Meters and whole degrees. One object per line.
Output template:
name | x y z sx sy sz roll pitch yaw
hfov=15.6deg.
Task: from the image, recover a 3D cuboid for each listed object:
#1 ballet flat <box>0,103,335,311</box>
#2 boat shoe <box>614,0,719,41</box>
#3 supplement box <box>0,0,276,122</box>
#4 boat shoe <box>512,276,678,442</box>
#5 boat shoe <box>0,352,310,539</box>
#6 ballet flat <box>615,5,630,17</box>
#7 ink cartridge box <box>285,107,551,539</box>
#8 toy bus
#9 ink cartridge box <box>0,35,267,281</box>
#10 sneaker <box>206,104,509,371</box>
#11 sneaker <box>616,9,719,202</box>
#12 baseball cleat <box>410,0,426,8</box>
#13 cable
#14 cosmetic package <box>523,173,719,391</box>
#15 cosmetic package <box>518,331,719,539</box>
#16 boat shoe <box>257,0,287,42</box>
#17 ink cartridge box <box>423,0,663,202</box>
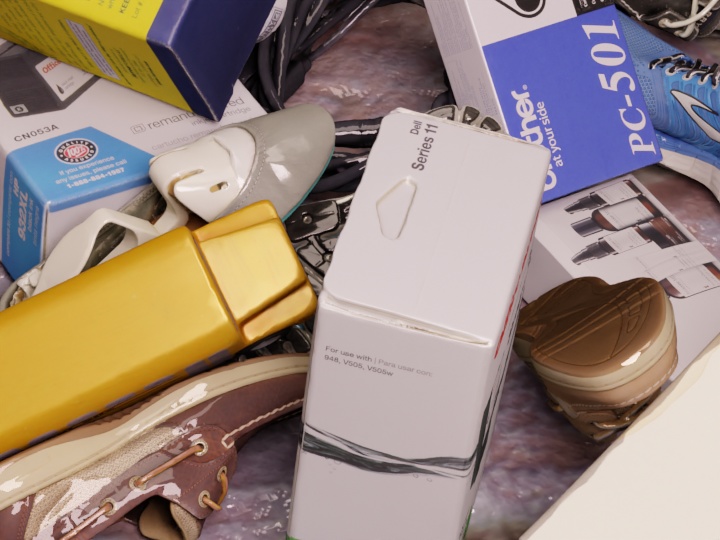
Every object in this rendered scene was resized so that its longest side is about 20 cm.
ballet flat | -0.099 -0.022 1.320 0.200 0.064 0.067 -41 47 2
boat shoe | 0.192 -0.172 1.540 0.200 0.071 0.064 -1 54 -51
supplement box | -0.149 -0.174 1.357 0.200 0.110 0.109 22 78 16
boat shoe | 0.122 0.046 1.274 0.071 0.065 0.200 -30 7 -2
boat shoe | -0.097 0.101 1.266 0.200 0.072 0.072 -21 81 -29
ballet flat | 0.120 -0.123 1.545 0.067 0.046 0.200 35 47 -16
ink cartridge box | 0.025 0.048 1.231 0.083 0.200 0.147 13 44 6
toy bus | -0.121 0.033 1.257 0.200 0.078 0.065 -26 83 -1
ink cartridge box | -0.154 -0.085 1.431 0.145 0.084 0.200 -19 49 -26
sneaker | 0.000 0.000 1.374 0.200 0.090 0.078 -33 69 -12
sneaker | 0.207 -0.095 1.476 0.200 0.089 0.079 37 41 21
baseball cleat | 0.019 -0.219 1.501 0.200 0.070 0.106 39 30 6
cable | 0.016 -0.119 1.483 0.200 0.051 0.163 -37 45 -28
cosmetic package | 0.165 0.035 1.375 0.082 0.051 0.200 -21 50 -26
cosmetic package | 0.165 0.098 1.225 0.073 0.104 0.200 40 69 21
boat shoe | -0.109 -0.203 1.466 0.057 0.069 0.200 11 33 -48
ink cartridge box | 0.088 -0.139 1.423 0.094 0.044 0.200 -19 94 -28
